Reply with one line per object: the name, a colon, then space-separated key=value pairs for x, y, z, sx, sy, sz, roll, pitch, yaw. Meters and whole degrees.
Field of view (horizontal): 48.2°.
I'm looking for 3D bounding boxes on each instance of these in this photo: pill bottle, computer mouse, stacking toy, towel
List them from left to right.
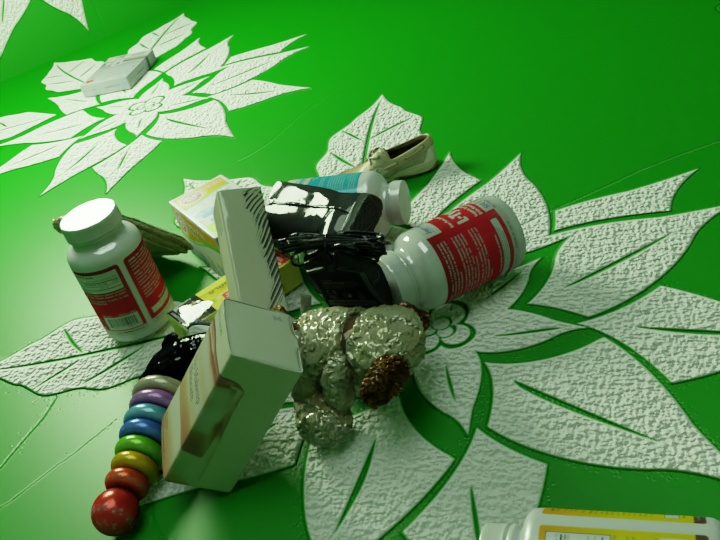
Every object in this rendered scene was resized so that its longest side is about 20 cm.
pill bottle: x=-0.370 y=-0.001 z=1.217 sx=0.112 sy=0.200 sz=0.112 roll=-12 pitch=34 yaw=8
towel: x=-0.396 y=-0.060 z=1.349 sx=0.148 sy=0.200 sz=0.037 roll=-4 pitch=74 yaw=39
stacking toy: x=-0.268 y=0.225 z=0.975 sx=0.085 sy=0.086 sz=0.200 roll=-6 pitch=39 yaw=17
pill bottle: x=-0.023 y=-0.100 z=1.295 sx=0.199 sy=0.111 sz=0.111 roll=-5 pitch=36 yaw=20
computer mouse: x=-0.010 y=0.001 z=1.007 sx=0.138 sy=0.200 sz=0.053 roll=2 pitch=59 yaw=18
pill bottle: x=0.116 y=-0.017 z=1.096 sx=0.200 sy=0.113 sz=0.112 roll=-25 pitch=34 yaw=-21
pill bottle: x=0.203 y=0.259 z=0.678 sx=0.199 sy=0.110 sz=0.109 roll=-3 pitch=36 yaw=21

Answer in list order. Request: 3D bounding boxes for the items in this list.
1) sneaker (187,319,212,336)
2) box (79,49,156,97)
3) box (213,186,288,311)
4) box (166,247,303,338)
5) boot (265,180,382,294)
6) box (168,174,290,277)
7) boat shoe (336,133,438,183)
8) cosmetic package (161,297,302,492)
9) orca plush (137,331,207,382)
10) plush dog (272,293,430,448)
sneaker: x=-0.147 y=0.120 z=1.090 sx=0.199 sy=0.076 sz=0.077 roll=4 pitch=69 yaw=22
box: x=-0.705 y=-0.578 z=2.355 sx=0.155 sy=0.041 sz=0.200 roll=-7 pitch=34 yaw=17
box: x=-0.161 y=-0.015 z=1.165 sx=0.068 sy=0.082 sz=0.201 roll=-9 pitch=71 yaw=-18
box: x=-0.188 y=0.041 z=1.223 sx=0.200 sy=0.050 sz=0.075 roll=-34 pitch=36 yaw=-24
boot: x=-0.081 y=-0.051 z=1.171 sx=0.200 sy=0.066 sz=0.165 roll=13 pitch=63 yaw=40
box: x=-0.222 y=-0.070 z=1.350 sx=0.112 sy=0.102 sz=0.200 roll=-31 pitch=36 yaw=-20
boat shoe: x=0.038 y=-0.191 z=1.438 sx=0.199 sy=0.065 sz=0.072 roll=-17 pitch=34 yaw=0
cosmetic package: x=-0.151 y=0.144 z=0.915 sx=0.087 sy=0.200 sz=0.103 roll=18 pitch=28 yaw=-25
orca plush: x=-0.230 y=0.131 z=1.044 sx=0.199 sy=0.106 sz=0.071 roll=-11 pitch=-3 yaw=30
plush dog: x=-0.001 y=0.090 z=0.954 sx=0.171 sy=0.161 sz=0.200 roll=-12 pitch=31 yaw=29
